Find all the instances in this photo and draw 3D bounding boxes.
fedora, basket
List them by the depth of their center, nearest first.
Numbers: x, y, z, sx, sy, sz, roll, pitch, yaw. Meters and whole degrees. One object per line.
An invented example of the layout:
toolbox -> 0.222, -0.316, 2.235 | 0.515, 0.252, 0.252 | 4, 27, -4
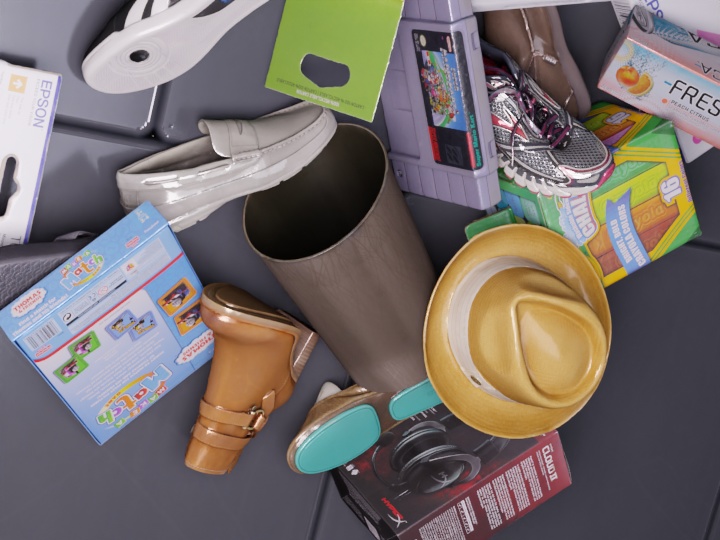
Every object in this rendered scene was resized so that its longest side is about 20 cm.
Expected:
fedora -> 0.152, 0.059, 1.263 | 0.200, 0.082, 0.202 | -4, 100, -23
basket -> 0.000, 0.000, 1.283 | 0.135, 0.181, 0.200 | -19, 128, 14

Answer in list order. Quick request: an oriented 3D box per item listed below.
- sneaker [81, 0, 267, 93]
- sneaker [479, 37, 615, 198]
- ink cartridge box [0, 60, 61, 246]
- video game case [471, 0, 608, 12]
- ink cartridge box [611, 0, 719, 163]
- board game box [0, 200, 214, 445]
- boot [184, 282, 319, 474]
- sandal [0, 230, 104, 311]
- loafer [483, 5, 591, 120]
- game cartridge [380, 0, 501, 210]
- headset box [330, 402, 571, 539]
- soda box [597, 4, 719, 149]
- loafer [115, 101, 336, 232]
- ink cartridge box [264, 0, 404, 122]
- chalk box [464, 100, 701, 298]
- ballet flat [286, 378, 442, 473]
sneaker -> -0.150, -0.234, 1.182 | 0.200, 0.112, 0.073 | -30, 150, 20
sneaker -> 0.136, -0.138, 1.278 | 0.081, 0.200, 0.075 | -48, 167, -30
ink cartridge box -> -0.352, -0.080, 1.134 | 0.199, 0.043, 0.197 | 9, 102, -31
video game case -> 0.144, -0.330, 1.273 | 0.181, 0.022, 0.201 | -9, 83, -24
ink cartridge box -> 0.360, -0.241, 1.443 | 0.200, 0.043, 0.197 | -34, 117, -12
board game box -> -0.197, 0.049, 1.206 | 0.151, 0.037, 0.200 | -38, 149, -11
boot -> -0.116, 0.098, 1.255 | 0.156, 0.077, 0.200 | -58, 164, -1
sandal -> -0.233, -0.006, 1.179 | 0.200, 0.043, 0.076 | -1, 130, -46
loafer -> 0.146, -0.207, 1.328 | 0.071, 0.073, 0.200 | -37, 117, -11
game cartridge -> 0.061, -0.157, 1.269 | 0.038, 0.129, 0.201 | -23, 114, -26
headset box -> 0.089, 0.180, 1.371 | 0.200, 0.149, 0.077 | -31, 128, -14
soda box -> 0.327, -0.167, 1.362 | 0.199, 0.069, 0.064 | 27, 131, -2
loafer -> -0.113, -0.099, 1.237 | 0.199, 0.070, 0.070 | -30, 125, -15
ink cartridge box -> -0.035, -0.237, 1.179 | 0.076, 0.148, 0.201 | 3, 104, -46
chalk box -> 0.196, -0.056, 1.370 | 0.199, 0.124, 0.125 | -29, 115, -16
ballet flat -> 0.007, 0.120, 1.361 | 0.199, 0.072, 0.068 | -30, 133, -15
